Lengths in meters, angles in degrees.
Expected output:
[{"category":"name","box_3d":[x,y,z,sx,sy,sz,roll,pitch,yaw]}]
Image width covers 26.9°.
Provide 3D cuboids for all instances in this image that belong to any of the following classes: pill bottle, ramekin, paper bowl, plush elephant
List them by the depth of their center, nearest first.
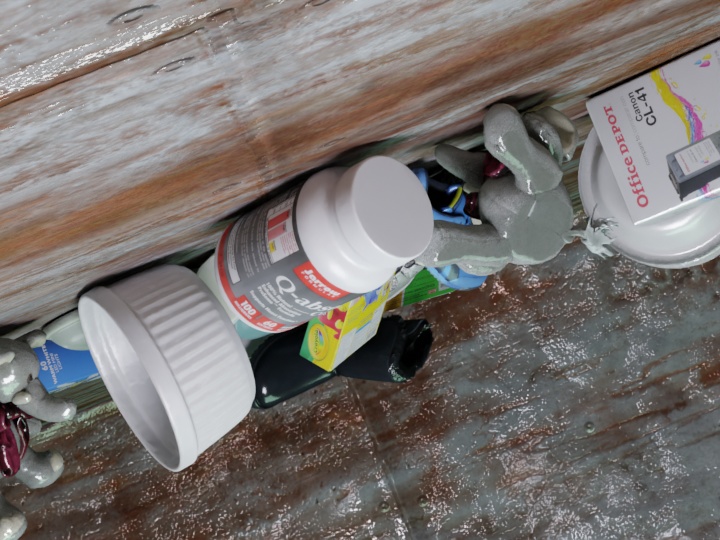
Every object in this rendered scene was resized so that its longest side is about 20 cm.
[{"category":"pill bottle","box_3d":[-0.034,-0.025,1.353,0.115,0.117,0.199,-18,174,-44]},{"category":"plush elephant","box_3d":[0.139,-0.081,1.450,0.198,0.166,0.155,17,-163,-28]},{"category":"ramekin","box_3d":[-0.191,0.089,1.519,0.104,0.202,0.200,-30,180,-23]},{"category":"plush elephant","box_3d":[-0.363,0.141,1.534,0.155,0.200,0.165,-47,-179,20]},{"category":"paper bowl","box_3d":[0.340,-0.105,1.675,0.199,0.203,0.104,-23,169,20]}]

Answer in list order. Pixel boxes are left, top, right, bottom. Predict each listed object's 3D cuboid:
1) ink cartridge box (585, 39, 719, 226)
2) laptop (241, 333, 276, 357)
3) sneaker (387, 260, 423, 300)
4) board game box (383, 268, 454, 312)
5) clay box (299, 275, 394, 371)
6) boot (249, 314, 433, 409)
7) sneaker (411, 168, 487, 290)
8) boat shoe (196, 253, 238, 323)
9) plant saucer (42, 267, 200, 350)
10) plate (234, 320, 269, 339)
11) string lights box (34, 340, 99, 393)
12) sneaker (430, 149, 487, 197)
[{"category":"ink cartridge box","box_3d":[0.355,-0.148,1.565,0.198,0.149,0.085,-23,174,18]},{"category":"laptop","box_3d":[-0.082,0.022,1.776,0.115,0.203,0.187,16,-163,29]},{"category":"sneaker","box_3d":[0.061,-0.041,1.768,0.200,0.075,0.082,-47,-179,-5]},{"category":"board game box","box_3d":[0.000,0.009,1.932,0.198,0.041,0.152,8,-165,39]},{"category":"clay box","box_3d":[0.000,0.000,1.658,0.115,0.047,0.202,-36,147,-55]},{"category":"boot","box_3d":[-0.023,0.107,1.803,0.167,0.077,0.199,3,-155,39]},{"category":"sneaker","box_3d":[0.094,-0.043,1.595,0.078,0.067,0.200,-24,139,26]},{"category":"boat shoe","box_3d":[-0.151,0.031,1.643,0.201,0.071,0.069,-59,-179,35]},{"category":"plant saucer","box_3d":[-0.259,0.055,1.701,0.198,0.051,0.200,-22,175,-2]},{"category":"plate","box_3d":[-0.064,0.012,1.740,0.200,0.026,0.201,-41,161,-17]},{"category":"string lights box","box_3d":[-0.379,0.118,1.819,0.199,0.060,0.102,-18,176,-44]},{"category":"sneaker","box_3d":[0.098,-0.079,1.691,0.199,0.077,0.090,-22,-177,37]}]
